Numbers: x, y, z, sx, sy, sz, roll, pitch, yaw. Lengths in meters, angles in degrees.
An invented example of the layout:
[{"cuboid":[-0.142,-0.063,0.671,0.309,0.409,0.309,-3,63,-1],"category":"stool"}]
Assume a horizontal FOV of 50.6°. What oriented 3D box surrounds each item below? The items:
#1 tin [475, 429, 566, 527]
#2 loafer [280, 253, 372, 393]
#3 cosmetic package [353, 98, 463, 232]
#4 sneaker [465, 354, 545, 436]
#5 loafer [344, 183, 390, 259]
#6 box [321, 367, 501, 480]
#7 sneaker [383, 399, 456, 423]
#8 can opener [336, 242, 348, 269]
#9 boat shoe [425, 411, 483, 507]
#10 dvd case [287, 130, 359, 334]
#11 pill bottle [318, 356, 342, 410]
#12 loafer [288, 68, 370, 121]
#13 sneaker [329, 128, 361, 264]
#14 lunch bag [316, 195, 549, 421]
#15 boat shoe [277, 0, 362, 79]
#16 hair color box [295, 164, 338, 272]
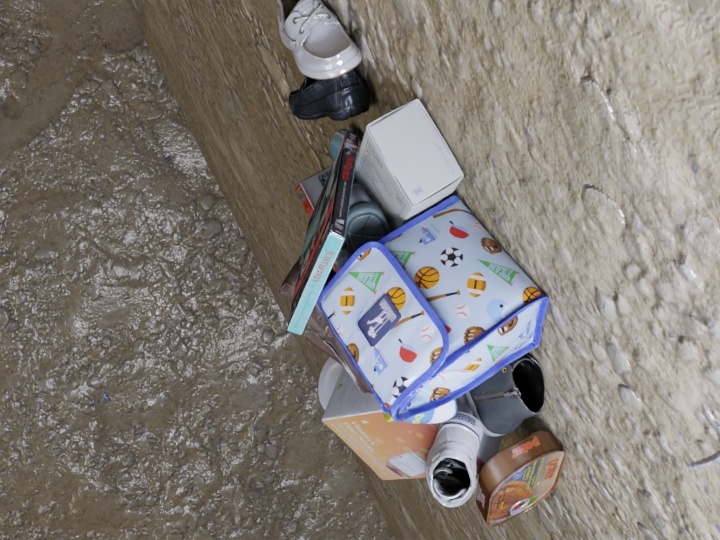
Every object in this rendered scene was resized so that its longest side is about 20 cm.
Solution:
[{"cuboid":[0.200,0.264,0.962,0.202,0.109,0.042,82,164,-54],"category":"tin"},{"cuboid":[-0.033,0.074,0.977,0.203,0.070,0.073,59,-154,0],"category":"loafer"},{"cuboid":[0.046,-0.102,0.895,0.105,0.072,0.200,60,167,7],"category":"cosmetic package"},{"cuboid":[0.154,0.088,0.910,0.204,0.073,0.106,64,151,13],"category":"sneaker"},{"cuboid":[0.015,-0.017,0.925,0.203,0.070,0.064,79,177,-46],"category":"loafer"},{"cuboid":[0.074,0.192,1.030,0.197,0.108,0.153,-18,124,42],"category":"box"},{"cuboid":[0.070,0.116,0.902,0.201,0.080,0.076,-84,3,-63],"category":"sneaker"},{"cuboid":[0.000,0.000,1.011,0.068,0.052,0.204,-78,-20,-56],"category":"can opener"},{"cuboid":[0.113,0.252,0.933,0.070,0.067,0.203,17,141,8],"category":"boat shoe"},{"cuboid":[-0.041,-0.047,0.871,0.203,0.021,0.148,-86,17,-51],"category":"dvd case"},{"cuboid":[0.029,0.213,1.345,0.197,0.114,0.112,19,-160,-42],"category":"pill bottle"},{"cuboid":[-0.047,-0.239,1.004,0.200,0.067,0.072,23,132,63],"category":"loafer"},{"cuboid":[-0.021,-0.086,1.061,0.204,0.128,0.080,61,169,1],"category":"sneaker"},{"cuboid":[0.072,0.043,0.809,0.171,0.197,0.125,53,165,33],"category":"lunch bag"},{"cuboid":[-0.062,-0.294,0.926,0.200,0.070,0.070,49,165,48],"category":"boat shoe"},{"cuboid":[-0.007,-0.058,1.132,0.204,0.100,0.061,64,168,-3],"category":"hair color box"}]
